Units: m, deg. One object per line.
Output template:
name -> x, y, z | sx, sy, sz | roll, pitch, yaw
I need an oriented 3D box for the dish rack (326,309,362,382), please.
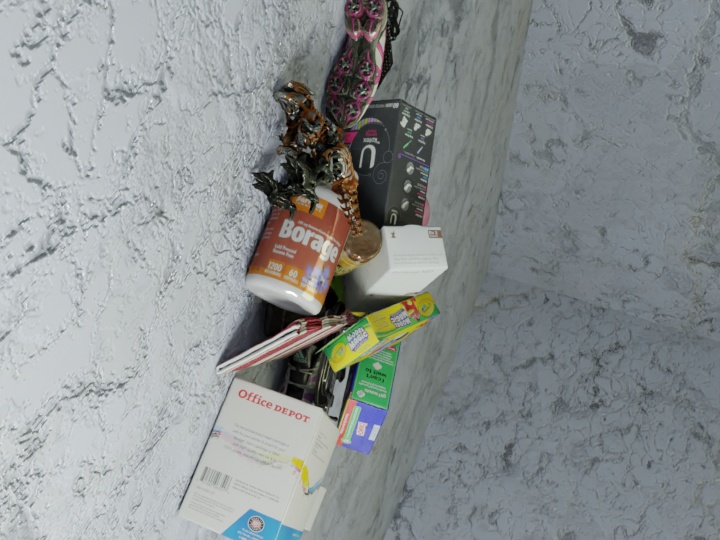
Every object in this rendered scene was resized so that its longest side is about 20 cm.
dish rack -> -0.020, 0.104, 1.472 | 0.200, 0.053, 0.156 | -50, 153, -57

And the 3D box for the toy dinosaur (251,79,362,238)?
toy dinosaur -> -0.052, -0.136, 0.937 | 0.135, 0.200, 0.102 | -41, 175, -37

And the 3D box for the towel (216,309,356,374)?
towel -> -0.102, 0.100, 1.057 | 0.023, 0.142, 0.199 | 64, 19, 9

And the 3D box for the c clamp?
c clamp -> -0.048, 0.155, 1.247 | 0.171, 0.026, 0.205 | 32, 69, -75

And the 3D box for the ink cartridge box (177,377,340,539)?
ink cartridge box -> -0.136, 0.284, 1.065 | 0.145, 0.144, 0.203 | 69, 40, -65

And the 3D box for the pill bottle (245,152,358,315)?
pill bottle -> -0.074, -0.052, 1.016 | 0.112, 0.110, 0.204 | 61, 46, -69

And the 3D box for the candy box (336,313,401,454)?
candy box -> 0.016, 0.193, 1.322 | 0.171, 0.075, 0.203 | 108, -5, -50

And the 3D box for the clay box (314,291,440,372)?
clay box -> 0.027, 0.099, 1.175 | 0.198, 0.048, 0.115 | -19, 164, -49

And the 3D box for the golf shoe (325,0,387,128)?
golf shoe -> 0.004, -0.309, 1.106 | 0.092, 0.071, 0.204 | -4, 109, -75

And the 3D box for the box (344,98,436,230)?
box -> 0.034, -0.155, 1.178 | 0.105, 0.120, 0.205 | 11, 85, -50

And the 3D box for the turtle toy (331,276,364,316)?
turtle toy -> 0.000, 0.000, 1.339 | 0.147, 0.100, 0.201 | -56, 180, 36

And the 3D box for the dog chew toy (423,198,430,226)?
dog chew toy -> 0.059, -0.070, 1.473 | 0.204, 0.123, 0.124 | -69, 166, 14

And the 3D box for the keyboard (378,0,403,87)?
keyboard -> 0.044, -0.397, 1.222 | 0.201, 0.039, 0.106 | 78, 32, -62

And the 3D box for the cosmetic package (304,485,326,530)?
cosmetic package -> -0.136, 0.365, 1.222 | 0.201, 0.111, 0.082 | 66, 44, -64

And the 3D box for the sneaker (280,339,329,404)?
sneaker -> -0.104, 0.170, 1.221 | 0.202, 0.076, 0.142 | -70, 166, -50

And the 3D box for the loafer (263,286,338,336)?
loafer -> -0.087, 0.052, 1.148 | 0.200, 0.070, 0.075 | -41, 145, -64

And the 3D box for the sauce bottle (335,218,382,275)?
sauce bottle -> -0.028, -0.027, 1.147 | 0.067, 0.065, 0.200 | -69, -166, -17

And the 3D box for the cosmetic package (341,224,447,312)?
cosmetic package -> 0.048, 0.001, 1.167 | 0.200, 0.099, 0.076 | 134, -50, -62
